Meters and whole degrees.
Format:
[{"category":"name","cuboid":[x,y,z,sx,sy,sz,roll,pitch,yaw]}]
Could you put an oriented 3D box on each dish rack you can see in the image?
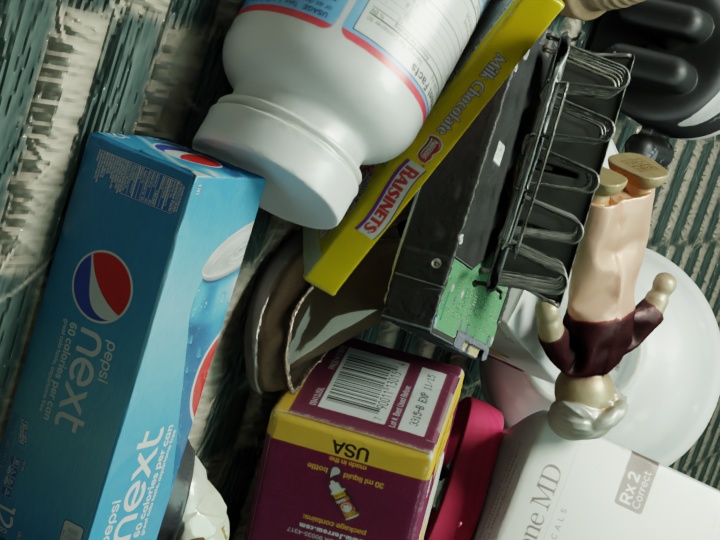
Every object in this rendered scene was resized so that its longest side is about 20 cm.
[{"category":"dish rack","cuboid":[0.105,-0.053,0.844,0.200,0.054,0.154,-29,134,-83]}]

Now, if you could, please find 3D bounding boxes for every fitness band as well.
[{"category":"fitness band","cuboid":[0.060,0.186,1.192,0.144,0.037,0.200,-59,-173,41]}]

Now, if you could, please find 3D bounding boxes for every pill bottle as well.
[{"category":"pill bottle","cuboid":[-0.001,-0.126,0.790,0.200,0.109,0.109,-61,156,-15]}]

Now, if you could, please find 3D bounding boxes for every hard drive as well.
[{"category":"hard drive","cuboid":[0.075,-0.051,0.947,0.140,0.038,0.200,27,79,-69]}]

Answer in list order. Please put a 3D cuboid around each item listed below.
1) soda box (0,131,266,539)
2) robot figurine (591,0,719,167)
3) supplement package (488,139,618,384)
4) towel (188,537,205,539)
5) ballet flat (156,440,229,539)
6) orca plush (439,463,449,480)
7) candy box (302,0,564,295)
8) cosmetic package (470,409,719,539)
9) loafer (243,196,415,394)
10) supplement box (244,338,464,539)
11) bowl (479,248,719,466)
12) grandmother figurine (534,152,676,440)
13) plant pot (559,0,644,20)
[{"category":"soda box","cuboid":[-0.113,0.039,0.749,0.068,0.064,0.200,-4,115,-64]},{"category":"robot figurine","cuboid":[0.262,-0.175,1.306,0.150,0.125,0.200,-37,164,18]},{"category":"supplement package","cuboid":[0.110,-0.025,1.120,0.156,0.111,0.200,-65,156,-8]},{"category":"towel","cuboid":[-0.149,0.233,0.816,0.146,0.022,0.200,-11,127,-30]},{"category":"ballet flat","cuboid":[-0.108,0.153,0.847,0.073,0.073,0.200,-23,132,-59]},{"category":"orca plush","cuboid":[0.026,0.148,1.137,0.105,0.071,0.200,-41,146,-46]},{"category":"candy box","cuboid":[0.034,-0.086,0.856,0.200,0.026,0.102,-51,-160,20]},{"category":"cosmetic package","cuboid":[0.171,0.226,1.151,0.165,0.200,0.165,127,-13,-72]},{"category":"loafer","cuboid":[0.000,0.000,0.950,0.200,0.071,0.073,-53,153,-32]},{"category":"supplement box","cuboid":[-0.011,0.160,0.992,0.131,0.103,0.200,-61,165,-67]},{"category":"bowl","cuboid":[0.180,0.066,1.233,0.201,0.201,0.090,-67,159,-2]},{"category":"grandmother figurine","cuboid":[0.159,0.024,1.039,0.121,0.061,0.200,-6,117,-24]},{"category":"plant pot","cuboid":[0.212,-0.272,1.146,0.201,0.093,0.201,-46,148,-39]}]
